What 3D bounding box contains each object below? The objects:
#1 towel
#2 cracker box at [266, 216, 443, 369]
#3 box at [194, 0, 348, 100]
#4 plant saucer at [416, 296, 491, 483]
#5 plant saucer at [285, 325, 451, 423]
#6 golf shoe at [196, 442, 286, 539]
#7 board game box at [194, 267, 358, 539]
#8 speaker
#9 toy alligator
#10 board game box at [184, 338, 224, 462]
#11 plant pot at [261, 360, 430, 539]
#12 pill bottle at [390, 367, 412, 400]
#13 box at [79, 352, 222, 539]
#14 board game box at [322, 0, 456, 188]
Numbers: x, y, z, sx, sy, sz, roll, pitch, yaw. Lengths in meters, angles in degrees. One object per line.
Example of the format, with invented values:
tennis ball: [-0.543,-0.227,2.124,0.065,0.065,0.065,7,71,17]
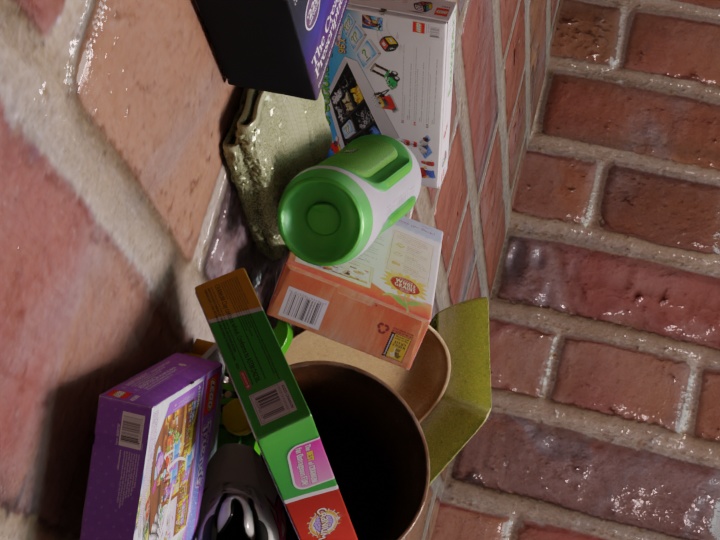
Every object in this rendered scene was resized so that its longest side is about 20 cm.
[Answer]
towel: [-0.065,-0.110,1.120,0.200,0.036,0.149,82,24,-60]
cracker box: [0.000,0.000,1.216,0.200,0.133,0.058,-74,-174,-65]
box: [-0.047,-0.247,0.967,0.141,0.078,0.201,67,37,-67]
plant saucer: [0.065,0.142,1.435,0.200,0.048,0.200,-54,-163,31]
plant saucer: [-0.012,0.102,1.298,0.036,0.199,0.201,-111,-163,-46]
golf shoe: [-0.087,0.190,0.990,0.200,0.072,0.092,-98,-163,-55]
board game box: [-0.057,0.118,0.991,0.201,0.040,0.153,74,-9,-47]
speaker: [-0.006,-0.064,1.151,0.200,0.088,0.089,-44,144,-68]
toy alligator: [-0.105,0.133,1.127,0.059,0.054,0.201,49,52,-65]
board game box: [-0.155,0.174,1.005,0.200,0.026,0.201,-49,150,-67]
plant pot: [-0.048,0.207,1.246,0.200,0.186,0.188,114,-5,-62]
pill bottle: [0.010,0.061,1.442,0.200,0.112,0.113,-77,173,-56]
box: [-0.144,0.166,0.887,0.137,0.039,0.201,-30,130,-76]
board game box: [0.022,-0.170,1.252,0.201,0.126,0.035,90,17,-47]
